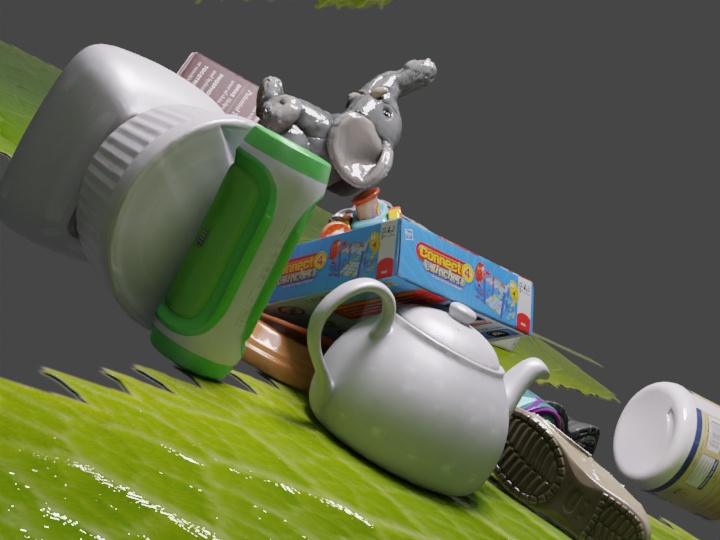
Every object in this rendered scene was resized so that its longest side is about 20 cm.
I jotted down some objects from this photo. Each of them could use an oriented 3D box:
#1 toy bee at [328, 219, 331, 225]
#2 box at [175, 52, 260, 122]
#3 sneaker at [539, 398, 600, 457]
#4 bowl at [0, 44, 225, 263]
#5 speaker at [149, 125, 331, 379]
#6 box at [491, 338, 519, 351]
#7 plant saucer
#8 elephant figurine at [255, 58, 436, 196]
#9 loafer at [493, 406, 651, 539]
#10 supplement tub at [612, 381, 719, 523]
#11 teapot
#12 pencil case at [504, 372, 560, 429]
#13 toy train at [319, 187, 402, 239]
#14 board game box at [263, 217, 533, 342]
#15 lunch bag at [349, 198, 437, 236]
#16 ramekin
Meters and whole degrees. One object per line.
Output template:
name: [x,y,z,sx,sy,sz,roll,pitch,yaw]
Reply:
toy bee: [0.000,0.000,1.452,0.130,0.108,0.202,16,49,-46]
box: [-0.160,-0.113,1.537,0.198,0.165,0.166,29,-29,3]
sneaker: [0.203,0.185,1.499,0.090,0.077,0.200,23,-7,35]
bowl: [-0.215,-0.089,1.199,0.199,0.201,0.075,23,12,-48]
speaker: [-0.101,-0.015,1.080,0.088,0.202,0.088,27,6,-3]
box: [0.187,0.085,2.368,0.144,0.037,0.199,34,6,38]
plant saucer: [-0.085,0.065,1.285,0.198,0.038,0.200,29,7,-4]
elephant figurine: [-0.016,-0.141,1.411,0.197,0.157,0.142,4,36,-10]
loafer: [0.200,0.208,1.254,0.200,0.076,0.068,43,11,28]
supplement tub: [0.447,0.245,1.700,0.198,0.146,0.144,26,6,-23]
teapot: [0.055,0.095,1.154,0.196,0.147,0.200,29,7,10]
pencil case: [0.123,0.138,1.393,0.199,0.085,0.093,36,-15,45]
toy train: [-0.044,-0.042,1.389,0.149,0.056,0.199,9,31,41]
board game box: [0.032,0.024,1.251,0.198,0.057,0.195,-13,-27,43]
lunch bag: [0.039,0.016,1.622,0.138,0.169,0.199,23,8,-42]
ramekin: [-0.158,-0.052,1.141,0.094,0.204,0.201,31,7,41]
